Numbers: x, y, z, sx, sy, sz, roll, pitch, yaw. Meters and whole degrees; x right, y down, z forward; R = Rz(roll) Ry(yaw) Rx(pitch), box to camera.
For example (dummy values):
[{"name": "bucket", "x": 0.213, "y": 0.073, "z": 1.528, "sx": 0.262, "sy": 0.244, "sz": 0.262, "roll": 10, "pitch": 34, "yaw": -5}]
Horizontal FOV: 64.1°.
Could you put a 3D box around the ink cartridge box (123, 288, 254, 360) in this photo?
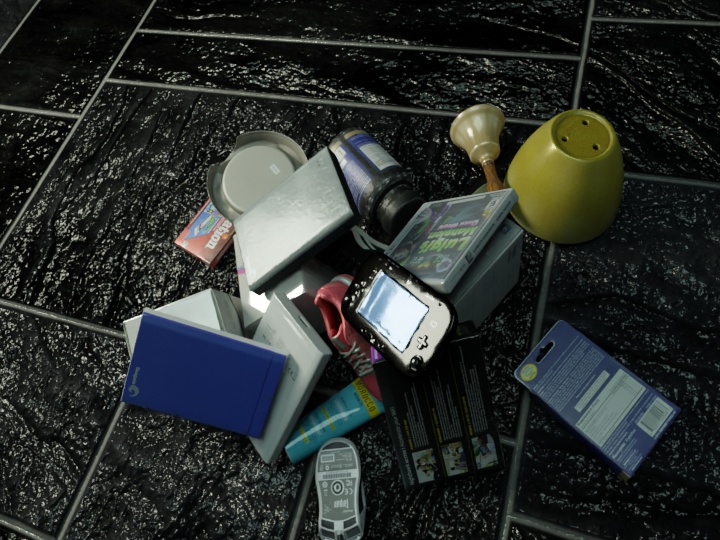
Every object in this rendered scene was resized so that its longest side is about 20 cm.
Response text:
[{"name": "ink cartridge box", "x": -0.250, "y": 0.099, "z": 0.891, "sx": 0.142, "sy": 0.200, "sz": 0.085, "roll": -20, "pitch": 81, "yaw": 1}]

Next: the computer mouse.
[{"name": "computer mouse", "x": -0.023, "y": 0.342, "z": 0.806, "sx": 0.106, "sy": 0.044, "sz": 0.207, "roll": -8, "pitch": 66, "yaw": 14}]

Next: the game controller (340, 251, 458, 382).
[{"name": "game controller", "x": 0.045, "y": 0.053, "z": 0.738, "sx": 0.199, "sy": 0.041, "sz": 0.107, "roll": 38, "pitch": 106, "yaw": 49}]

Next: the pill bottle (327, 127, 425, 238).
[{"name": "pill bottle", "x": 0.025, "y": -0.154, "z": 1.025, "sx": 0.111, "sy": 0.113, "sz": 0.201, "roll": -36, "pitch": 60, "yaw": -8}]

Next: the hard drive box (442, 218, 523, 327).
[{"name": "hard drive box", "x": 0.153, "y": 0.028, "z": 0.870, "sx": 0.076, "sy": 0.157, "sz": 0.200, "roll": 37, "pitch": 74, "yaw": 28}]

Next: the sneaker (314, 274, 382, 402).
[{"name": "sneaker", "x": -0.011, "y": 0.109, "z": 0.843, "sx": 0.073, "sy": 0.086, "sz": 0.204, "roll": -32, "pitch": 82, "yaw": 32}]

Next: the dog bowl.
[{"name": "dog bowl", "x": -0.189, "y": -0.162, "z": 1.091, "sx": 0.192, "sy": 0.059, "sz": 0.207, "roll": 0, "pitch": 68, "yaw": 0}]

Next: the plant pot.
[{"name": "plant pot", "x": 0.339, "y": -0.169, "z": 0.928, "sx": 0.192, "sy": 0.143, "sz": 0.206, "roll": -2, "pitch": 61, "yaw": 4}]

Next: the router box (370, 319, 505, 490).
[{"name": "router box", "x": 0.106, "y": 0.185, "z": 0.779, "sx": 0.144, "sy": 0.206, "sz": 0.051, "roll": -14, "pitch": 18, "yaw": 4}]

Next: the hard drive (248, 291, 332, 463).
[{"name": "hard drive", "x": -0.123, "y": 0.155, "z": 0.831, "sx": 0.132, "sy": 0.026, "sz": 0.204, "roll": 44, "pitch": 117, "yaw": 34}]

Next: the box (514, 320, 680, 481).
[{"name": "box", "x": 0.329, "y": 0.176, "z": 0.818, "sx": 0.121, "sy": 0.033, "sz": 0.199, "roll": -42, "pitch": 62, "yaw": -12}]

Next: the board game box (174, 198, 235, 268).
[{"name": "board game box", "x": -0.264, "y": -0.109, "z": 1.123, "sx": 0.101, "sy": 0.020, "sz": 0.203, "roll": 26, "pitch": 70, "yaw": 23}]

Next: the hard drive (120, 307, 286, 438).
[{"name": "hard drive", "x": -0.212, "y": 0.143, "z": 0.782, "sx": 0.194, "sy": 0.025, "sz": 0.136, "roll": 18, "pitch": 106, "yaw": -12}]

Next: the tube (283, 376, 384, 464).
[{"name": "tube", "x": -0.028, "y": 0.218, "z": 0.876, "sx": 0.196, "sy": 0.051, "sz": 0.078, "roll": -30, "pitch": 67, "yaw": -11}]

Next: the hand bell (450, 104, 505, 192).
[{"name": "hand bell", "x": 0.223, "y": -0.174, "z": 0.990, "sx": 0.100, "sy": 0.105, "sz": 0.206, "roll": -12, "pitch": 58, "yaw": 6}]

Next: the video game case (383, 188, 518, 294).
[{"name": "video game case", "x": 0.107, "y": -0.041, "z": 0.823, "sx": 0.183, "sy": 0.024, "sz": 0.198, "roll": -50, "pitch": 24, "yaw": -22}]

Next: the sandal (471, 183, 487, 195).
[{"name": "sandal", "x": 0.182, "y": -0.087, "z": 0.981, "sx": 0.079, "sy": 0.058, "sz": 0.202, "roll": 32, "pitch": 70, "yaw": 22}]

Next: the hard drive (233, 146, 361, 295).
[{"name": "hard drive", "x": -0.101, "y": -0.074, "z": 0.866, "sx": 0.197, "sy": 0.033, "sz": 0.142, "roll": -35, "pitch": 54, "yaw": 17}]

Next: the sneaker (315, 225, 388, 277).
[{"name": "sneaker", "x": 0.000, "y": 0.000, "z": 0.906, "sx": 0.073, "sy": 0.196, "sz": 0.115, "roll": -40, "pitch": 49, "yaw": 34}]

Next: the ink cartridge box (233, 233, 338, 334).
[{"name": "ink cartridge box", "x": -0.119, "y": -0.002, "z": 0.950, "sx": 0.123, "sy": 0.128, "sz": 0.205, "roll": -28, "pitch": 56, "yaw": 20}]
